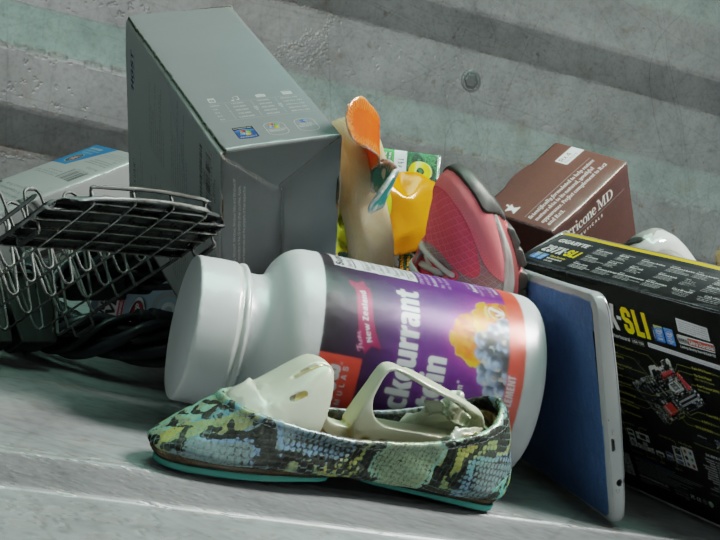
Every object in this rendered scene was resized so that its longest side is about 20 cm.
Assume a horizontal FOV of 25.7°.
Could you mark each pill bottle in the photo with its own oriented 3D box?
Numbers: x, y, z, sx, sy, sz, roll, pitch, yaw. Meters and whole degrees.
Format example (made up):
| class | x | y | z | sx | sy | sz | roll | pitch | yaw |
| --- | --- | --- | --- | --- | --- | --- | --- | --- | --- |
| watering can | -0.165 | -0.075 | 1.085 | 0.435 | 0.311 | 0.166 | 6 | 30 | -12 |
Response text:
| class | x | y | z | sx | sy | sz | roll | pitch | yaw |
| --- | --- | --- | --- | --- | --- | --- | --- | --- | --- |
| pill bottle | -0.005 | 0.050 | 0.900 | 0.200 | 0.112 | 0.111 | 11 | 4 | -15 |

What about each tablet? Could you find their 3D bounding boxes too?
| class | x | y | z | sx | sy | sz | roll | pitch | yaw |
| --- | --- | --- | --- | --- | --- | --- | --- | --- | --- |
| tablet | 0.116 | 0.067 | 0.958 | 0.014 | 0.130 | 0.200 | -7 | 7 | -11 |

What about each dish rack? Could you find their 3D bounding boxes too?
| class | x | y | z | sx | sy | sz | roll | pitch | yaw |
| --- | --- | --- | --- | --- | --- | --- | --- | --- | --- |
| dish rack | -0.182 | -0.007 | 0.884 | 0.200 | 0.055 | 0.153 | -30 | -19 | 33 |

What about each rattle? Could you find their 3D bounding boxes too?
| class | x | y | z | sx | sy | sz | roll | pitch | yaw |
| --- | --- | --- | --- | --- | --- | --- | --- | --- | --- |
| rattle | 0.030 | -0.053 | 1.006 | 0.143 | 0.130 | 0.200 | 1 | -32 | -18 |

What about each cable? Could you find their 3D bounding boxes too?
| class | x | y | z | sx | sy | sz | roll | pitch | yaw |
| --- | --- | --- | --- | --- | --- | --- | --- | --- | --- |
| cable | -0.143 | 0.018 | 1.057 | 0.200 | 0.051 | 0.163 | 5 | 19 | -1 |

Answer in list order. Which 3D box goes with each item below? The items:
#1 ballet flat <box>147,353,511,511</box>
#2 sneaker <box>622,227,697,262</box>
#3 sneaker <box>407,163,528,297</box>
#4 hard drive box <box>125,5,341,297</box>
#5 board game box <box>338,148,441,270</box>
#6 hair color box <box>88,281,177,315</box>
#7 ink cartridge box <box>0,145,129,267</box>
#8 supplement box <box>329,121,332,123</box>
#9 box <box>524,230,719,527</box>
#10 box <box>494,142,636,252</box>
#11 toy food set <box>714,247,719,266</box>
| class | x | y | z | sx | sy | sz | roll | pitch | yaw |
| --- | --- | --- | --- | --- | --- | --- | --- | --- | --- |
| ballet flat | -0.010 | 0.076 | 0.810 | 0.200 | 0.074 | 0.074 | 10 | 4 | -27 |
| sneaker | 0.220 | 0.063 | 1.032 | 0.074 | 0.200 | 0.087 | -27 | 24 | -8 |
| sneaker | 0.048 | 0.028 | 0.990 | 0.087 | 0.200 | 0.074 | -17 | 40 | -22 |
| hard drive box | -0.086 | -0.057 | 1.002 | 0.077 | 0.156 | 0.200 | -10 | 35 | -21 |
| board game box | 0.000 | 0.000 | 1.117 | 0.105 | 0.200 | 0.023 | 7 | -28 | -2 |
| hair color box | -0.095 | 0.037 | 1.204 | 0.200 | 0.061 | 0.099 | 13 | 3 | 21 |
| ink cartridge box | -0.260 | -0.026 | 1.178 | 0.200 | 0.067 | 0.116 | -24 | 19 | -22 |
| supplement box | -0.073 | -0.047 | 1.260 | 0.109 | 0.109 | 0.200 | 20 | -16 | -2 |
| box | 0.188 | 0.068 | 0.956 | 0.049 | 0.160 | 0.200 | -26 | 20 | -23 |
| box | 0.161 | 0.015 | 1.210 | 0.075 | 0.200 | 0.100 | 19 | 48 | 40 |
| toy food set | 0.272 | 0.069 | 1.018 | 0.049 | 0.200 | 0.198 | -13 | 7 | 11 |
